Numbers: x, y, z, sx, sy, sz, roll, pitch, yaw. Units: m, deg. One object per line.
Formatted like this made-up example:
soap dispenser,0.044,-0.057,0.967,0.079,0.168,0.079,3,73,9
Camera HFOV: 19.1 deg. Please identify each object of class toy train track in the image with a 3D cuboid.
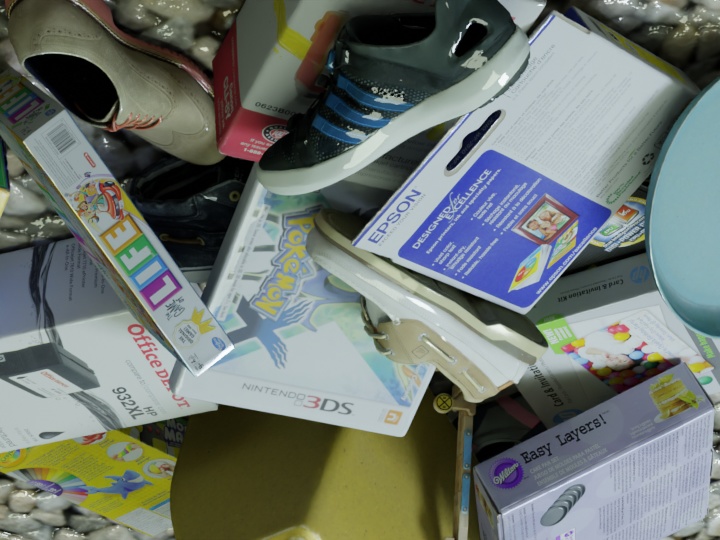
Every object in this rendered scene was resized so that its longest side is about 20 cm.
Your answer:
toy train track,0.068,0.125,1.620,0.032,0.200,0.115,5,164,-8

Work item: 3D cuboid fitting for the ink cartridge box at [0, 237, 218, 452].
ink cartridge box,-0.220,0.054,1.591,0.200,0.084,0.145,-12,141,12

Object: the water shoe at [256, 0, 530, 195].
water shoe,0.007,-0.115,1.274,0.200,0.072,0.079,-26,110,30

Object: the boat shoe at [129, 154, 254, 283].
boat shoe,-0.057,-0.049,1.478,0.200,0.071,0.091,-13,141,12

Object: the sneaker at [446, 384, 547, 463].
sneaker,0.159,0.119,1.713,0.200,0.082,0.070,-29,136,30

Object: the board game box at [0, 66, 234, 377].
board game box,-0.168,-0.032,1.391,0.034,0.134,0.200,-38,117,-9

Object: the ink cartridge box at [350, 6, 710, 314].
ink cartridge box,0.106,-0.075,1.387,0.198,0.047,0.200,-49,140,16

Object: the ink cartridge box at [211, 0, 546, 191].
ink cartridge box,0.008,-0.149,1.337,0.145,0.084,0.200,12,141,-20

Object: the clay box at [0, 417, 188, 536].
clay box,-0.206,0.149,1.752,0.115,0.048,0.200,-29,136,32

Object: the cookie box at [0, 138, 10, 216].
cookie box,-0.358,-0.030,1.439,0.200,0.075,0.171,14,122,-23

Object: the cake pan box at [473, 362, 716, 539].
cake pan box,0.180,0.172,1.628,0.184,0.052,0.200,-24,149,-7

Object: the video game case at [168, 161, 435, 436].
video game case,-0.016,0.016,1.469,0.182,0.022,0.200,12,116,-23

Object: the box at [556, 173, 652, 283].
box,0.180,-0.008,1.574,0.160,0.044,0.200,22,137,-32

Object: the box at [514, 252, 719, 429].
box,0.208,0.048,1.584,0.200,0.041,0.156,-16,143,18

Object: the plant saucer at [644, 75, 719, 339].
plant saucer,0.262,-0.052,1.447,0.200,0.027,0.201,-14,115,-33

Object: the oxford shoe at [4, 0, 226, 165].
oxford shoe,-0.156,-0.111,1.382,0.070,0.075,0.200,-29,137,30

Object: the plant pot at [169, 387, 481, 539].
plant pot,-0.032,0.198,1.647,0.194,0.200,0.196,-23,113,27

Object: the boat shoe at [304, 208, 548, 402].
boat shoe,0.036,0.030,1.435,0.200,0.075,0.068,31,108,-28
